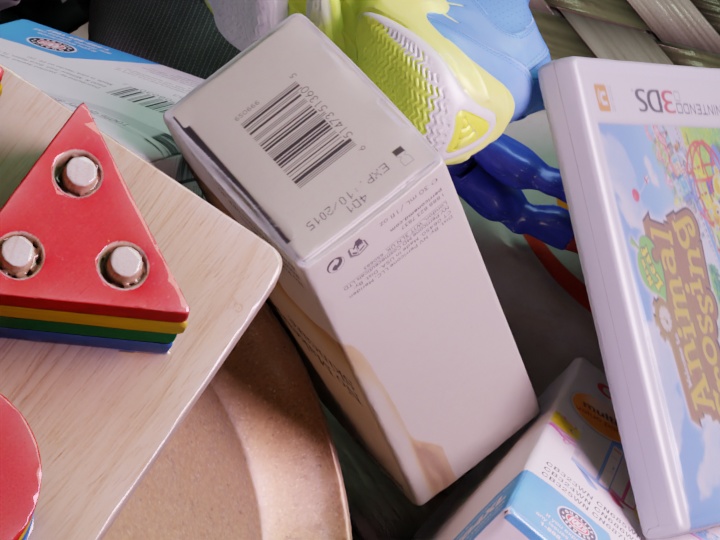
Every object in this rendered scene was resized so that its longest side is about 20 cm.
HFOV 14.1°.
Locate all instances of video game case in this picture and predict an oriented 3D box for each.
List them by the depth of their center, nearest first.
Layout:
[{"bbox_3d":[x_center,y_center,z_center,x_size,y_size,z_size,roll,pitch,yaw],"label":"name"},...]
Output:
[{"bbox_3d":[0.148,0.009,1.253,0.182,0.022,0.201,-3,79,-58],"label":"video game case"}]

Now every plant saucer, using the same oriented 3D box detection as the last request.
[{"bbox_3d":[-0.066,0.090,1.124,0.200,0.035,0.201,41,41,-50],"label":"plant saucer"}]

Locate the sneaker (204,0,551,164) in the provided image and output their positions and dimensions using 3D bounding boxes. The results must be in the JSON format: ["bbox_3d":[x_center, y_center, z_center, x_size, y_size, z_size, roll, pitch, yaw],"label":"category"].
[{"bbox_3d":[0.007,-0.115,1.244,0.105,0.076,0.200,-11,48,-40],"label":"sneaker"}]

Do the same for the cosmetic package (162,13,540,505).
[{"bbox_3d":[0.000,0.000,1.175,0.105,0.071,0.200,47,-11,34],"label":"cosmetic package"}]

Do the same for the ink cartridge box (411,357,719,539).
[{"bbox_3d":[0.091,0.141,1.239,0.128,0.125,0.200,40,24,-2],"label":"ink cartridge box"}]

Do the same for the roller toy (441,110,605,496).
[{"bbox_3d":[0.085,0.025,1.411,0.182,0.140,0.201,7,47,-39],"label":"roller toy"}]

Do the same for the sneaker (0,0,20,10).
[{"bbox_3d":[-0.174,-0.175,1.318,0.088,0.200,0.074,35,-2,44],"label":"sneaker"}]

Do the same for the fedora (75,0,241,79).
[{"bbox_3d":[-0.074,-0.082,1.366,0.176,0.091,0.200,12,-25,30],"label":"fedora"}]

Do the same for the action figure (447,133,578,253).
[{"bbox_3d":[0.038,-0.036,1.276,0.200,0.065,0.099,36,49,2],"label":"action figure"}]

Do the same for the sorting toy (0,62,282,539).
[{"bbox_3d":[-0.155,0.011,1.001,0.198,0.070,0.200,34,67,1],"label":"sorting toy"}]

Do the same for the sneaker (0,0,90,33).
[{"bbox_3d":[-0.160,-0.173,1.479,0.114,0.076,0.199,43,27,1],"label":"sneaker"}]

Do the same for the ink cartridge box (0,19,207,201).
[{"bbox_3d":[-0.138,-0.035,1.185,0.146,0.086,0.200,20,21,22],"label":"ink cartridge box"}]
